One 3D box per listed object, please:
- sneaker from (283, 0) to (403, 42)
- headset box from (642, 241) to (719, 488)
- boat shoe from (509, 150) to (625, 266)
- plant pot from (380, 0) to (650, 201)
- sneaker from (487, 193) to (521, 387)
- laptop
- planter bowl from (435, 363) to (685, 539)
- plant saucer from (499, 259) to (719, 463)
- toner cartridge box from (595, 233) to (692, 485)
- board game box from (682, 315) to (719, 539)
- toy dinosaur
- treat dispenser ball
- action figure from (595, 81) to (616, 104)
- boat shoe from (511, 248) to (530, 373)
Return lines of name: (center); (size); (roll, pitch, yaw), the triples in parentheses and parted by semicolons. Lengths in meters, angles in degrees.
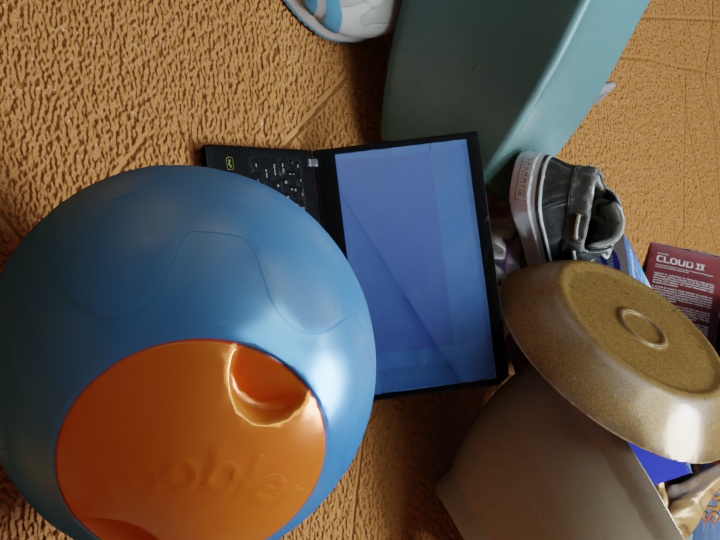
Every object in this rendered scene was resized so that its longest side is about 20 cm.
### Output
sneaker: (-0.016, -0.219, 1.171); (0.200, 0.080, 0.077); (32, 55, -54)
headset box: (0.268, 0.085, 1.515); (0.149, 0.074, 0.201); (95, 10, -54)
boat shoe: (0.162, -0.033, 1.273); (0.200, 0.070, 0.073); (35, 69, -70)
plant pot: (0.105, -0.163, 1.257); (0.201, 0.141, 0.141); (-66, 158, 2)
sneaker: (0.091, 0.005, 1.306); (0.089, 0.080, 0.201); (61, 32, -52)
laptop: (0.000, 0.000, 1.120); (0.200, 0.103, 0.179); (-3, 84, -59)
planter bowl: (0.138, 0.172, 1.241); (0.201, 0.134, 0.200); (59, 1, -1)
plant saucer: (0.192, 0.053, 1.209); (0.199, 0.036, 0.201); (27, 27, -15)
toner cartridge box: (0.214, 0.068, 1.342); (0.201, 0.043, 0.095); (-87, 152, -54)
board game box: (0.310, 0.129, 1.462); (0.135, 0.034, 0.202); (-57, 159, -74)
toy dinosaur: (0.259, 0.191, 1.388); (0.106, 0.060, 0.200); (44, 82, 0)
treat dispenser ball: (-0.092, 0.048, 0.860); (0.200, 0.200, 0.203); (22, 64, -55)
action figure: (0.163, -0.206, 1.451); (0.193, 0.104, 0.202); (-46, 124, -65)
boat shoe: (0.139, 0.012, 1.390); (0.068, 0.072, 0.201); (37, 42, -48)
